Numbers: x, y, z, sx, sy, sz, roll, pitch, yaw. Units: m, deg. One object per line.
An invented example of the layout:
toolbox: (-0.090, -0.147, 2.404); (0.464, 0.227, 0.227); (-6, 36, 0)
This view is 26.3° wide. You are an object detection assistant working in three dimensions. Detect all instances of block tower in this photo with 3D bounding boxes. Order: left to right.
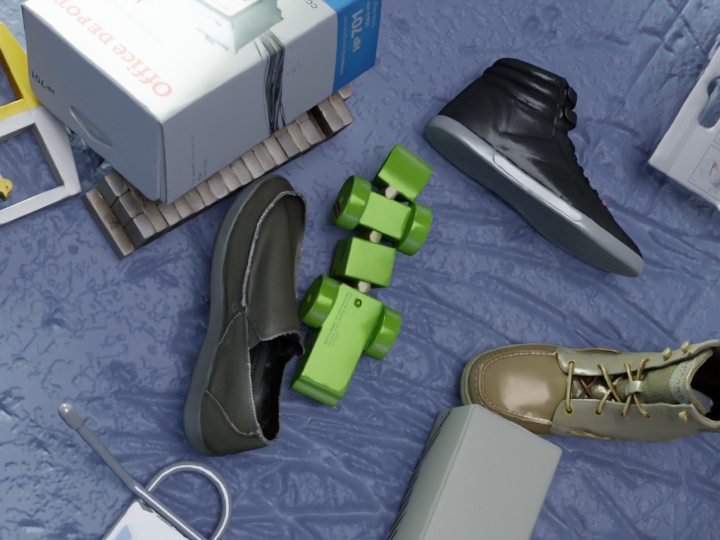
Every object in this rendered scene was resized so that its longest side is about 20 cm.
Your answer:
block tower: (-0.095, -0.082, 1.091); (0.200, 0.058, 0.054); (-32, 92, -20)

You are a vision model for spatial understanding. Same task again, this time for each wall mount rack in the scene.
wall mount rack: (-0.170, 0.190, 1.007); (0.174, 0.075, 0.200); (40, 70, -9)

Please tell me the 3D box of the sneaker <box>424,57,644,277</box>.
sneaker: (0.154, -0.084, 1.169); (0.200, 0.071, 0.099); (38, 76, -5)

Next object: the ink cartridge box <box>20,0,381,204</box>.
ink cartridge box: (-0.105, -0.159, 1.045); (0.146, 0.086, 0.200); (40, 58, 22)

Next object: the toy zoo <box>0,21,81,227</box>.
toy zoo: (-0.279, -0.084, 1.044); (0.200, 0.020, 0.131); (-26, 90, -21)

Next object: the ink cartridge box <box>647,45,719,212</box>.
ink cartridge box: (0.343, -0.103, 1.226); (0.200, 0.050, 0.161); (30, 95, -11)

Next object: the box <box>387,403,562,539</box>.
box: (0.064, 0.202, 1.092); (0.082, 0.068, 0.200); (29, 72, -13)

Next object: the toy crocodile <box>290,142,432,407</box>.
toy crocodile: (0.000, 0.000, 1.113); (0.067, 0.062, 0.200); (21, 79, -15)

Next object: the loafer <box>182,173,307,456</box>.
loafer: (-0.064, 0.033, 1.063); (0.075, 0.070, 0.201); (19, 80, -58)

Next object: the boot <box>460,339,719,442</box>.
boot: (0.187, 0.085, 1.107); (0.199, 0.155, 0.073); (11, 78, -17)
